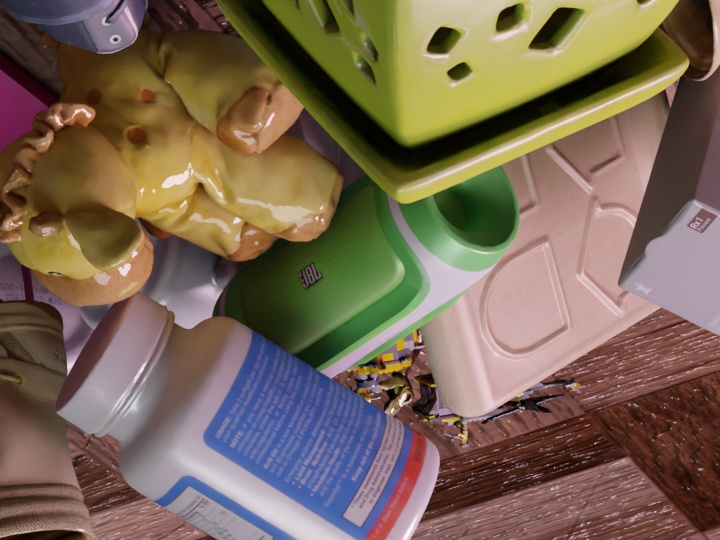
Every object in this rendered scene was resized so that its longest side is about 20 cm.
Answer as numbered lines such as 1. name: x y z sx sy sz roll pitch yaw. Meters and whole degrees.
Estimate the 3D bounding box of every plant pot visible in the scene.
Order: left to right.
1. plant pot: 0.042 -0.160 1.326 0.200 0.199 0.182 -25 140 -22

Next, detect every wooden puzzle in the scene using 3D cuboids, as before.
1. wooden puzzle: 0.105 -0.034 1.705 0.200 0.185 0.046 -27 -157 -26

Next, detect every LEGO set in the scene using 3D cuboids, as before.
1. LEGO set: 0.040 0.070 1.893 0.154 0.116 0.200 -10 -173 -22

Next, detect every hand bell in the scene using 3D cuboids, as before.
1. hand bell: 0.266 -0.188 1.611 0.200 0.104 0.104 -19 155 -12

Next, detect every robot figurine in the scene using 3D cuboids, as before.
1. robot figurine: -0.101 -0.003 1.773 0.200 0.113 0.170 14 -177 -40

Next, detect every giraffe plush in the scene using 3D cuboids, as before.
1. giraffe plush: -0.131 -0.051 1.533 0.172 0.162 0.200 -12 123 46

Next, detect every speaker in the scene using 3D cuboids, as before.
1. speaker: 0.000 0.000 1.612 0.088 0.089 0.200 11 148 -37

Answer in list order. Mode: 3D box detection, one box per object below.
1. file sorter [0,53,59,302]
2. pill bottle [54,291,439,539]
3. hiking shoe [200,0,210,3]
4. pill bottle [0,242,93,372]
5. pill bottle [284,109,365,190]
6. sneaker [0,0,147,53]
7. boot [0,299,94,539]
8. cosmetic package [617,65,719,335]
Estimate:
1. file sorter: -0.269 -0.025 1.650 0.200 0.126 0.139 -20 153 18
2. pill bottle: -0.065 0.095 1.591 0.200 0.112 0.112 33 139 -11
3. hiking shoe: 0.009 -0.186 1.526 0.200 0.075 0.087 -11 180 -6
4. pill bottle: -0.250 0.062 1.848 0.109 0.109 0.200 5 150 -30
5. pill bottle: 0.019 -0.048 1.731 0.200 0.112 0.112 12 146 -39
6. sneaker: -0.115 -0.185 1.433 0.202 0.077 0.146 -12 144 22
7. boot: -0.256 0.107 1.598 0.200 0.156 0.073 -9 154 -7
8. cosmetic package: 0.226 -0.073 1.657 0.090 0.200 0.107 23 147 -9
